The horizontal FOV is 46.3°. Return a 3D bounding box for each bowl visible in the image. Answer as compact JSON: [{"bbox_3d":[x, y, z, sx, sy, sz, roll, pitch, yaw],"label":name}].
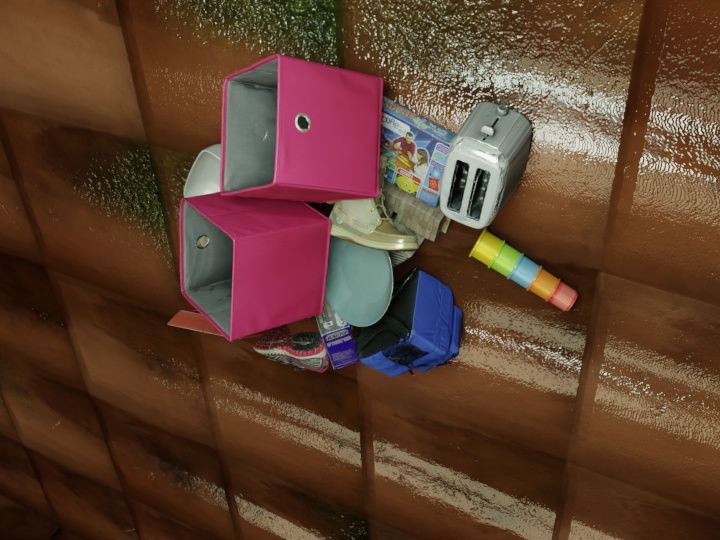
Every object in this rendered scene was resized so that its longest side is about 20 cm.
[{"bbox_3d":[-0.249,-0.154,1.705,0.200,0.075,0.200,42,143,0],"label":"bowl"}]

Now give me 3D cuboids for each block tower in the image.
[{"bbox_3d":[0.071,-0.127,1.524,0.198,0.058,0.054,28,137,11],"label":"block tower"}]

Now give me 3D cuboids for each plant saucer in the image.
[{"bbox_3d":[0.000,0.000,1.553,0.199,0.038,0.205,14,110,45],"label":"plant saucer"},{"bbox_3d":[-0.299,0.113,1.905,0.197,0.199,0.037,8,95,26],"label":"plant saucer"}]

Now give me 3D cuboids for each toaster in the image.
[{"bbox_3d":[0.195,-0.160,1.354,0.112,0.129,0.202,25,136,16],"label":"toaster"}]

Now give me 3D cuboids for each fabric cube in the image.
[{"bbox_3d":[-0.098,-0.218,1.372,0.199,0.197,0.200,0,87,55],"label":"fabric cube"},{"bbox_3d":[-0.193,-0.025,1.510,0.199,0.197,0.199,35,129,43],"label":"fabric cube"}]

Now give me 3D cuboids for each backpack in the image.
[{"bbox_3d":[0.090,0.125,1.641,0.167,0.164,0.199,35,139,-25],"label":"backpack"}]

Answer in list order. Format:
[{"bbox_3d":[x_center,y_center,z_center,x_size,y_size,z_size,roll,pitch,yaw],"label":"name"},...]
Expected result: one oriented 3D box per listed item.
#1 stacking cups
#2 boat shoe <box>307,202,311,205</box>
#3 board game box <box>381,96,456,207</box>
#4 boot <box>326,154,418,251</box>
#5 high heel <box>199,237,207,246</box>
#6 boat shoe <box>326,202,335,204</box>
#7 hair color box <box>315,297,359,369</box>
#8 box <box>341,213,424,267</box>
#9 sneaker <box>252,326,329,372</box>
[{"bbox_3d":[0.290,-0.002,1.477,0.198,0.061,0.061,30,137,5],"label":"stacking cups"},{"bbox_3d":[-0.134,-0.156,1.630,0.062,0.074,0.203,-15,122,25],"label":"boat shoe"},{"bbox_3d":[0.070,-0.213,1.466,0.198,0.035,0.136,30,136,11],"label":"board game box"},{"bbox_3d":[0.028,-0.118,1.439,0.198,0.071,0.158,18,98,41],"label":"boot"},{"bbox_3d":[-0.313,-0.021,1.817,0.143,0.070,0.203,112,136,-84],"label":"high heel"},{"bbox_3d":[-0.095,-0.214,1.563,0.199,0.071,0.069,41,137,-14],"label":"boat shoe"},{"bbox_3d":[-0.053,0.112,1.712,0.064,0.111,0.201,-18,154,-1],"label":"hair color box"},{"bbox_3d":[0.032,-0.035,1.609,0.069,0.082,0.199,47,138,-9],"label":"box"},{"bbox_3d":[-0.152,0.175,1.797,0.198,0.081,0.076,8,130,42],"label":"sneaker"}]
